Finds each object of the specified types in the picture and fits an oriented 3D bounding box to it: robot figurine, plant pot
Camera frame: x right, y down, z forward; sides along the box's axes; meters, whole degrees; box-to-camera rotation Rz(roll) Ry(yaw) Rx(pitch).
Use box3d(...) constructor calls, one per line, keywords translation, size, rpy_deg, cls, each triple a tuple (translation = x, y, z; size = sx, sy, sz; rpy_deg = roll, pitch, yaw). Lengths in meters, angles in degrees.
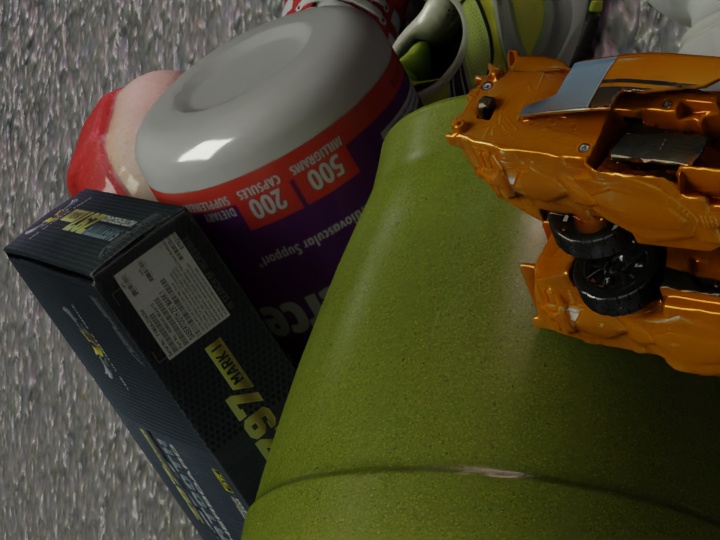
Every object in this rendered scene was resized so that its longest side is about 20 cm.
box3d(translation=(0.131, -0.013, 0.792), size=(0.199, 0.145, 0.058), rpy_deg=(8, 55, 31), cls="robot figurine")
box3d(translation=(0.061, 0.047, 0.951), size=(0.200, 0.200, 0.194), rpy_deg=(143, 139, -61), cls="plant pot")

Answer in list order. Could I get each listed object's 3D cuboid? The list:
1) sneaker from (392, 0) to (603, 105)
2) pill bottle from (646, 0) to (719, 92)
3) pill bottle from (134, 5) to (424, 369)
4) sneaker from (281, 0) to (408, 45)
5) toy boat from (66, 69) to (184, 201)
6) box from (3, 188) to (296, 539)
box3d(translation=(0.037, -0.063, 1.139), size=(0.075, 0.076, 0.201), rpy_deg=(-121, 39, -51), cls="sneaker")
box3d(translation=(0.138, -0.144, 0.858), size=(0.113, 0.112, 0.201), rpy_deg=(147, 123, -63), cls="pill bottle")
box3d(translation=(0.000, 0.000, 1.079), size=(0.200, 0.112, 0.112), rpy_deg=(59, 168, -22), cls="pill bottle")
box3d(translation=(-0.005, -0.120, 1.213), size=(0.200, 0.071, 0.113), rpy_deg=(-90, 14, -66), cls="sneaker")
box3d(translation=(-0.067, 0.015, 1.212), size=(0.131, 0.200, 0.131), rpy_deg=(-43, 17, 20), cls="toy boat")
box3d(translation=(-0.057, 0.062, 1.071), size=(0.200, 0.051, 0.158), rpy_deg=(57, 167, -15), cls="box")
